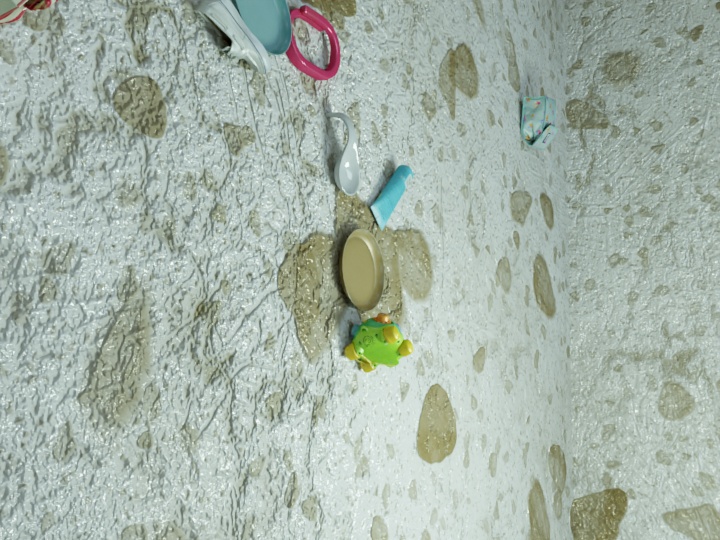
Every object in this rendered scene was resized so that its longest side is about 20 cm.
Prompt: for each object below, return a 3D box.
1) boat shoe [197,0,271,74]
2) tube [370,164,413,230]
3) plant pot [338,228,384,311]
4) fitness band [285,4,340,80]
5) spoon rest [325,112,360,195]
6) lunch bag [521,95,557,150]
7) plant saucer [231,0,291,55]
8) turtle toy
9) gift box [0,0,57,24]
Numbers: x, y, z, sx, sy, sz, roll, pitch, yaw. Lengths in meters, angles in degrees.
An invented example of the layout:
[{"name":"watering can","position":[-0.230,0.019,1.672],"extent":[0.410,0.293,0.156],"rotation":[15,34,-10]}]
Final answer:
[{"name":"boat shoe","position":[-0.252,-0.456,1.505],"extent":[0.070,0.070,0.201],"rotation":[-51,138,-13]},{"name":"tube","position":[0.083,-0.201,2.024],"extent":[0.078,0.050,0.201],"rotation":[58,45,-30]},{"name":"plant pot","position":[0.000,0.000,1.871],"extent":[0.199,0.027,0.205],"rotation":[15,72,-58]},{"name":"fitness band","position":[-0.113,-0.525,1.762],"extent":[0.199,0.037,0.147],"rotation":[12,78,-56]},{"name":"spoon rest","position":[-0.036,-0.281,1.824],"extent":[0.099,0.060,0.205],"rotation":[-21,103,-57]},{"name":"lunch bag","position":[0.719,-0.590,3.050],"extent":[0.169,0.120,0.205],"rotation":[-8,100,-61]},{"name":"plant saucer","position":[-0.211,-0.549,1.594],"extent":[0.199,0.027,0.204],"rotation":[31,53,-53]},{"name":"turtle toy","position":[0.052,0.174,1.845],"extent":[0.200,0.144,0.103],"rotation":[44,28,-47]},{"name":"gift box","position":[-0.481,-0.434,1.006],"extent":[0.188,0.182,0.202],"rotation":[58,47,-33]}]
